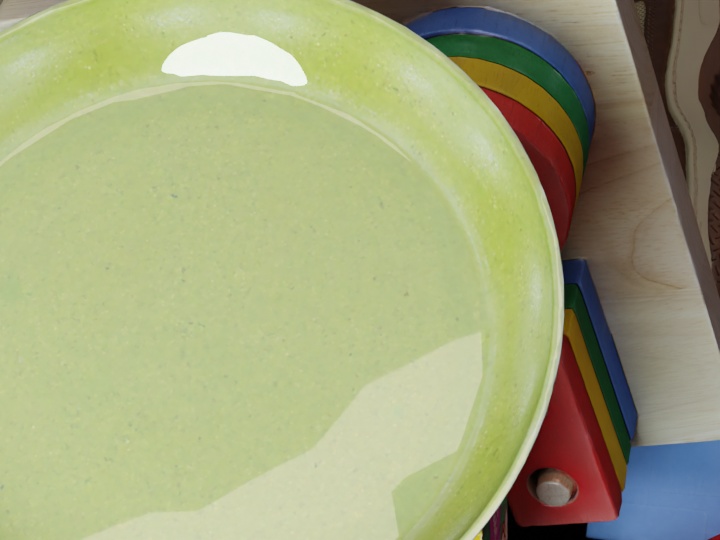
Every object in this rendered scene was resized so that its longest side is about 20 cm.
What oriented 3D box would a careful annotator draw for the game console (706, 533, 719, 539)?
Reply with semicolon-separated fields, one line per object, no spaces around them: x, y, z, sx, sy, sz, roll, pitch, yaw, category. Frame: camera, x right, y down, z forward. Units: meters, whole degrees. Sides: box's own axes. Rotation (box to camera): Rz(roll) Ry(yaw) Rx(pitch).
0.177;0.167;0.659;0.172;0.119;0.201;-28;45;16;game console

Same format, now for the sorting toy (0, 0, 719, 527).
0.000;0.000;0.712;0.198;0.200;0.070;-6;38;22;sorting toy

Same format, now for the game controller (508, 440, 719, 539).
0.133;0.077;0.779;0.198;0.042;0.105;5;56;7;game controller

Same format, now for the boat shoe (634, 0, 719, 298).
0.101;-0.031;0.837;0.074;0.075;0.203;-1;40;10;boat shoe

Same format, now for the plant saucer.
-0.046;0.015;0.594;0.198;0.031;0.202;-2;64;4;plant saucer

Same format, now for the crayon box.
-0.042;0.094;0.684;0.171;0.201;0.059;5;58;9;crayon box

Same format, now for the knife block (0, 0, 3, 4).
-0.183;-0.067;0.891;0.199;0.064;0.176;-19;57;-9;knife block
